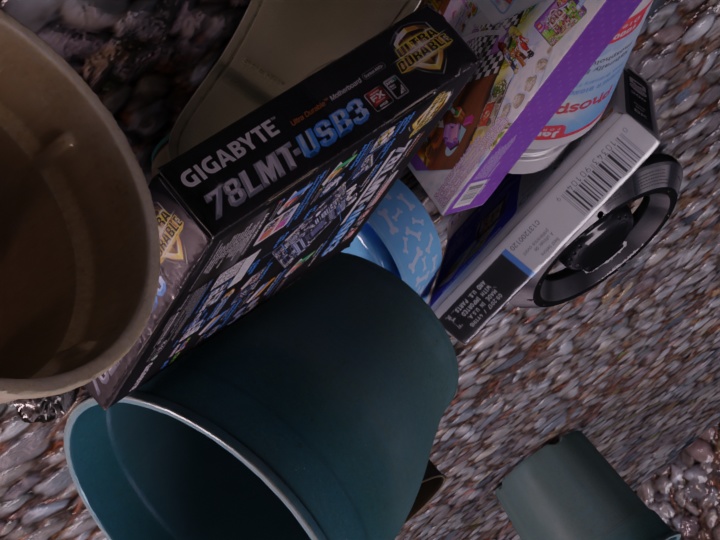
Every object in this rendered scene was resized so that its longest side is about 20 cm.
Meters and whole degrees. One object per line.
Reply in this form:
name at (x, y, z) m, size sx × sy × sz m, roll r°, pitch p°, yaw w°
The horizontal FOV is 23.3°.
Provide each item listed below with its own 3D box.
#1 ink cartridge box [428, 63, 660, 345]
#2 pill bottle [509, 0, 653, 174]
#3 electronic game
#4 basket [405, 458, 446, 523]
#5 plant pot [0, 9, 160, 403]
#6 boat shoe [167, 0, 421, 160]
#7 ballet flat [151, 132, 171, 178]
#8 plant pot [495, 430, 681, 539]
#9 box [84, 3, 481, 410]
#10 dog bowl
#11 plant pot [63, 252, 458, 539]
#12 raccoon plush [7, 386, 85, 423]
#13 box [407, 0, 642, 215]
ink cartridge box at (0.130, -0.059, 1.240) m, size 0.198 × 0.043 × 0.200 m, roll -48°, pitch -171°, yaw 21°
pill bottle at (0.112, -0.144, 1.068) m, size 0.108 × 0.109 × 0.200 m, roll -28°, pitch 159°, yaw -20°
electronic game at (0.213, -0.034, 1.593) m, size 0.199 × 0.042 × 0.200 m, roll -31°, pitch 158°, yaw -14°
basket at (-0.059, 0.110, 1.222) m, size 0.136 × 0.200 × 0.180 m, roll -19°, pitch 158°, yaw -44°
plant pot at (-0.222, 0.002, 0.766) m, size 0.183 × 0.201 × 0.200 m, roll -35°, pitch 165°, yaw 35°
boat shoe at (-0.027, -0.126, 0.948) m, size 0.200 × 0.074 × 0.066 m, roll -53°, pitch -176°, yaw 19°
ballet flat at (-0.065, -0.037, 1.085) m, size 0.069 × 0.070 × 0.200 m, roll -38°, pitch 160°, yaw 8°
plant pot at (0.297, 0.337, 2.360) m, size 0.200 × 0.196 × 0.200 m, roll -30°, pitch 160°, yaw -12°
box at (-0.050, -0.030, 0.914) m, size 0.198 × 0.050 × 0.200 m, roll -37°, pitch 171°, yaw -35°
dog bowl at (0.000, 0.000, 1.221) m, size 0.050 × 0.111 × 0.200 m, roll -38°, pitch 163°, yaw -26°
plant pot at (-0.041, 0.093, 1.050) m, size 0.188 × 0.200 × 0.200 m, roll -47°, pitch 170°, yaw -35°
raccoon plush at (-0.188, -0.007, 0.957) m, size 0.200 × 0.097 × 0.134 m, roll -54°, pitch 151°, yaw -2°
box at (0.067, -0.146, 0.946) m, size 0.039 × 0.137 × 0.200 m, roll -16°, pitch 153°, yaw -43°
